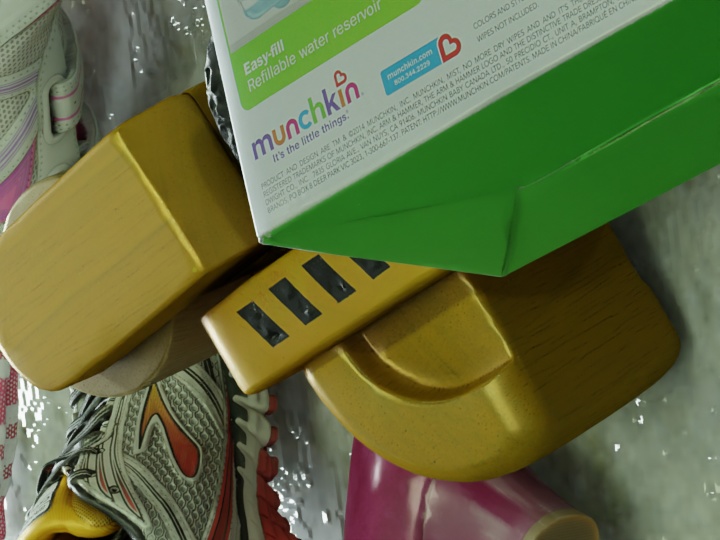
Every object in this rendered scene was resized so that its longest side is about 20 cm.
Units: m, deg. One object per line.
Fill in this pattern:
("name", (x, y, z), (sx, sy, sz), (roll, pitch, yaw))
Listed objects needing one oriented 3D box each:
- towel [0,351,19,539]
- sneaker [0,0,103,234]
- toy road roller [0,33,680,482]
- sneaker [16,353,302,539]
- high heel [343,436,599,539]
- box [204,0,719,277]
("towel", (-0.193, 0.001, 1.007), (0.146, 0.030, 0.200), (9, 105, 11))
("sneaker", (-0.120, -0.053, 0.921), (0.200, 0.088, 0.081), (-55, 22, 39))
("toy road roller", (0.000, 0.000, 0.807), (0.200, 0.123, 0.146), (-34, 84, 41))
("sneaker", (-0.070, 0.066, 0.887), (0.078, 0.082, 0.200), (-59, 36, 36))
("high heel", (0.011, 0.135, 0.856), (0.096, 0.067, 0.200), (38, 126, 46))
("box", (0.053, -0.119, 0.640), (0.200, 0.097, 0.177), (-30, 64, 36))
